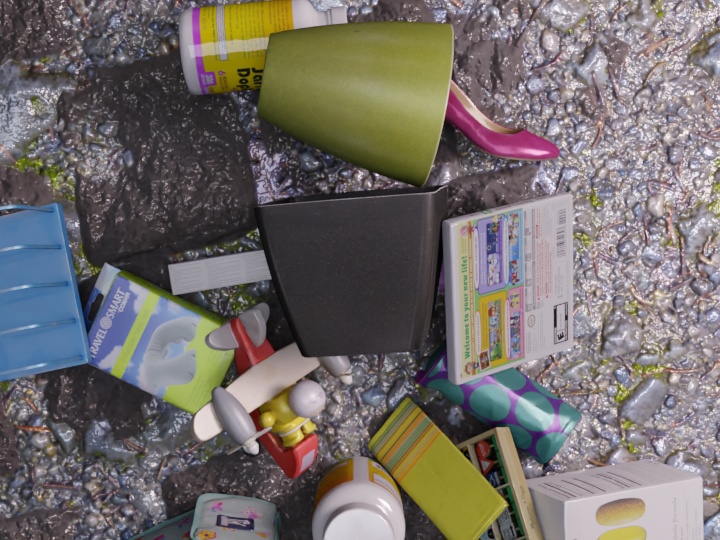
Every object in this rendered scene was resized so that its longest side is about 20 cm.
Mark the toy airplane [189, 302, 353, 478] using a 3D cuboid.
[{"bbox_3d":[-0.098,0.135,1.422,0.199,0.141,0.201,30,72,-42],"label":"toy airplane"}]

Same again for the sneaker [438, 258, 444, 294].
[{"bbox_3d":[0.105,0.014,1.474,0.200,0.073,0.115,22,92,9],"label":"sneaker"}]

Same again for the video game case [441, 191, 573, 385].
[{"bbox_3d":[0.178,0.020,1.413,0.181,0.022,0.201,-14,112,-28],"label":"video game case"}]

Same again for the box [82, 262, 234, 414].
[{"bbox_3d":[-0.257,0.086,1.486,0.199,0.048,0.122,26,95,-3],"label":"box"}]

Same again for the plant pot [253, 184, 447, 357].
[{"bbox_3d":[0.000,0.000,1.362,0.199,0.200,0.179,-3,96,8],"label":"plant pot"}]

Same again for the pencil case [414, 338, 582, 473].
[{"bbox_3d":[0.172,0.161,1.477,0.200,0.085,0.093,34,138,-2],"label":"pencil case"}]

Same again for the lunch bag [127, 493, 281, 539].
[{"bbox_3d":[-0.189,0.358,1.446,0.199,0.170,0.122,-26,102,1],"label":"lunch bag"}]

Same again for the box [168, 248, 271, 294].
[{"bbox_3d":[-0.138,-0.005,1.484,0.199,0.039,0.042,-10,93,0],"label":"box"}]

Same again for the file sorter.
[{"bbox_3d":[-0.428,0.030,1.421,0.138,0.123,0.201,-12,88,13],"label":"file sorter"}]

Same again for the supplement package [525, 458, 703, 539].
[{"bbox_3d":[0.303,0.307,1.443,0.199,0.109,0.114,-5,95,-23],"label":"supplement package"}]

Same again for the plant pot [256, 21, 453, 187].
[{"bbox_3d":[-0.012,-0.203,1.340,0.199,0.187,0.188,9,94,-6],"label":"plant pot"}]

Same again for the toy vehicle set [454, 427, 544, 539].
[{"bbox_3d":[0.156,0.304,1.434,0.124,0.026,0.201,-33,64,39],"label":"toy vehicle set"}]

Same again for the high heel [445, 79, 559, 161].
[{"bbox_3d":[0.154,-0.195,1.460,0.199,0.067,0.096,15,105,11],"label":"high heel"}]

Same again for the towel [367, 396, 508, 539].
[{"bbox_3d":[0.091,0.249,1.456,0.086,0.018,0.200,-51,52,8],"label":"towel"}]

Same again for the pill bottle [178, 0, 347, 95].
[{"bbox_3d":[-0.113,-0.272,1.431,0.199,0.104,0.105,-6,94,0],"label":"pill bottle"}]

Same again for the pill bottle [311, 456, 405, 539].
[{"bbox_3d":[-0.003,0.299,1.428,0.110,0.200,0.112,0,94,0],"label":"pill bottle"}]
